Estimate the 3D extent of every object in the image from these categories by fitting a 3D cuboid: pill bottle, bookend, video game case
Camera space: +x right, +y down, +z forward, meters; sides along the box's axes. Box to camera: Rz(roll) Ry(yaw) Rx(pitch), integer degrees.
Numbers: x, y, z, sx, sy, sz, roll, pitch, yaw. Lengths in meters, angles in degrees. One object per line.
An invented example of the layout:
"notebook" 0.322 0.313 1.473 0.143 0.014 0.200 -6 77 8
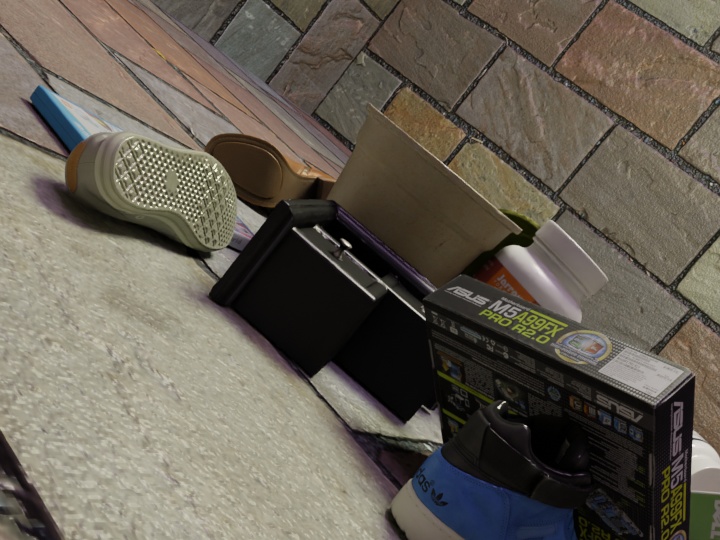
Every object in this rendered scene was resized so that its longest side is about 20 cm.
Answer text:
"pill bottle" 0.149 0.049 0.911 0.112 0.200 0.112 44 8 -8
"bookend" 0.004 0.038 0.740 0.198 0.092 0.200 41 9 5
"video game case" -0.188 -0.086 0.810 0.143 0.018 0.200 46 11 32
"pill bottle" 0.495 0.301 1.418 0.115 0.116 0.200 37 9 -17

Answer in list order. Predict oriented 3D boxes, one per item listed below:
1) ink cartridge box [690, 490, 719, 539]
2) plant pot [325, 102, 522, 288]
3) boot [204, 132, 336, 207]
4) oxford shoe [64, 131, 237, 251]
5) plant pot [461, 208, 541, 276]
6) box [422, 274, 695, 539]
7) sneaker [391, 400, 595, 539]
"ink cartridge box" 0.268 0.216 0.709 0.104 0.060 0.199 34 -28 -35
"plant pot" 0.029 -0.035 0.916 0.200 0.184 0.201 39 8 -6
"boot" -0.110 -0.118 1.143 0.198 0.077 0.155 14 3 -17
"oxford shoe" -0.153 -0.061 0.690 0.057 0.076 0.200 4 -7 21
"plant pot" 0.175 0.060 1.122 0.200 0.200 0.193 46 0 41
"box" 0.134 0.107 0.634 0.199 0.044 0.161 25 -45 46
"sneaker" 0.124 0.157 0.572 0.199 0.111 0.077 36 9 -23
